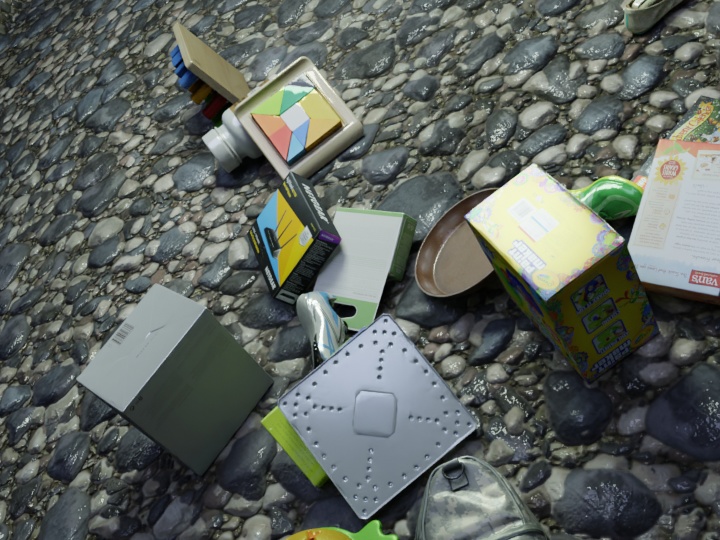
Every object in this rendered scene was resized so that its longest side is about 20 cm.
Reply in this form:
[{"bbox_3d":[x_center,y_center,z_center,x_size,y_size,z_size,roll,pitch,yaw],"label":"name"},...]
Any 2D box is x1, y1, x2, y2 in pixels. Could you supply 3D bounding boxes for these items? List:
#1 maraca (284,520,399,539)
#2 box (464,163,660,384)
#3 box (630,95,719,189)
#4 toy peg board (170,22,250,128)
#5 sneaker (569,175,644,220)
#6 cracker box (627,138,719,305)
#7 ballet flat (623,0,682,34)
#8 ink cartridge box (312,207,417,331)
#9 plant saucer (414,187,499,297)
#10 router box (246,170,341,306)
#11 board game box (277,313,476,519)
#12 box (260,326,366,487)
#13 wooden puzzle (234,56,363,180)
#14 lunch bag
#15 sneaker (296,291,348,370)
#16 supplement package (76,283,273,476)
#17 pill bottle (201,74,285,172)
[{"bbox_3d":[-0.041,0.377,1.084,0.199,0.107,0.138,-20,44,16],"label":"maraca"},{"bbox_3d":[0.263,0.003,1.151,0.122,0.193,0.200,-37,42,1],"label":"box"},{"bbox_3d":[0.491,-0.155,1.254,0.200,0.038,0.136,-48,44,-13],"label":"box"},{"bbox_3d":[-0.339,-0.405,1.917,0.098,0.199,0.200,-43,40,15],"label":"toy peg board"},{"bbox_3d":[0.322,-0.081,1.280,0.199,0.074,0.084,-8,47,41],"label":"sneaker"},{"bbox_3d":[0.435,-0.065,1.154,0.133,0.058,0.201,14,81,39],"label":"cracker box"},{"bbox_3d":[0.528,-0.484,1.503,0.200,0.062,0.067,-44,43,-8],"label":"ballet flat"},{"bbox_3d":[0.000,0.000,1.437,0.145,0.048,0.201,8,79,38],"label":"ink cartridge box"},{"bbox_3d":[0.169,-0.036,1.336,0.200,0.034,0.201,-33,35,27],"label":"plant saucer"},{"bbox_3d":[-0.118,-0.058,1.516,0.149,0.051,0.200,-53,36,18],"label":"router box"},{"bbox_3d":[0.021,0.195,1.195,0.200,0.026,0.200,-39,74,-3],"label":"board game box"},{"bbox_3d":[-0.027,0.191,1.243,0.200,0.048,0.122,-43,76,-7],"label":"box"},{"bbox_3d":[-0.121,-0.290,1.696,0.185,0.037,0.200,-37,78,-1],"label":"wooden puzzle"},{"bbox_3d":[0.145,0.311,0.958,0.139,0.200,0.168,-21,48,12],"label":"lunch bag"},{"bbox_3d":[-0.045,0.114,1.347,0.072,0.072,0.201,-6,54,-17],"label":"sneaker"},{"bbox_3d":[-0.281,0.167,1.358,0.147,0.200,0.192,20,65,43],"label":"supplement package"},{"bbox_3d":[-0.216,-0.293,1.784,0.200,0.114,0.114,-38,42,-1],"label":"pill bottle"}]
